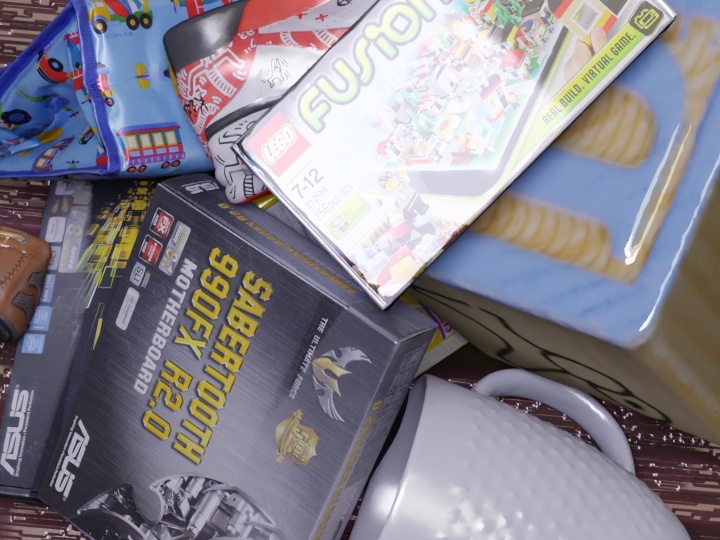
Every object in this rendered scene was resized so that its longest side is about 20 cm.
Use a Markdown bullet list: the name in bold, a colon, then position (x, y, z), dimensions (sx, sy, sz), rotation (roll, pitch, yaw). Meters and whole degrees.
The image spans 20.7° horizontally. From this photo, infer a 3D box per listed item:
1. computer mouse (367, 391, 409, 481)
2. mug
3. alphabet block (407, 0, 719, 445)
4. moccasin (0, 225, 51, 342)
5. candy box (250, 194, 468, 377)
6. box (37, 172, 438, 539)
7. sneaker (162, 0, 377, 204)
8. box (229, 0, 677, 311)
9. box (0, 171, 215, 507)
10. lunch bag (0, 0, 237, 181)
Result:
- **computer mouse**: position (-0.007, 0.132, 1.101), dimensions (0.034, 0.058, 0.202), rotation (31, 64, -32)
- **mug**: position (0.096, 0.140, 1.126), dimensions (0.174, 0.148, 0.201), rotation (22, 47, -4)
- **alphabet block**: position (0.139, -0.043, 1.065), dimensions (0.194, 0.200, 0.198), rotation (22, 81, 31)
- **moccasin**: position (-0.279, -0.019, 1.172), dimensions (0.199, 0.074, 0.078), rotation (11, 64, 20)
- **candy box**: position (0.000, 0.000, 1.121), dimensions (0.102, 0.201, 0.026), rotation (-34, 49, -6)
- **box**: position (-0.069, 0.075, 1.028), dimensions (0.158, 0.048, 0.201), rotation (33, 114, 20)
- **sneaker**: position (0.008, -0.103, 1.006), dimensions (0.199, 0.067, 0.109), rotation (-20, 91, -3)
- **box**: position (0.044, -0.089, 0.954), dimensions (0.110, 0.035, 0.200), rotation (45, 89, 2)
- **box**: position (-0.123, 0.042, 1.151), dimensions (0.160, 0.049, 0.202), rotation (3, 75, 29)
- **lunch bag**: position (-0.128, -0.086, 1.112), dimensions (0.149, 0.199, 0.095), rotation (-10, 85, -35)
